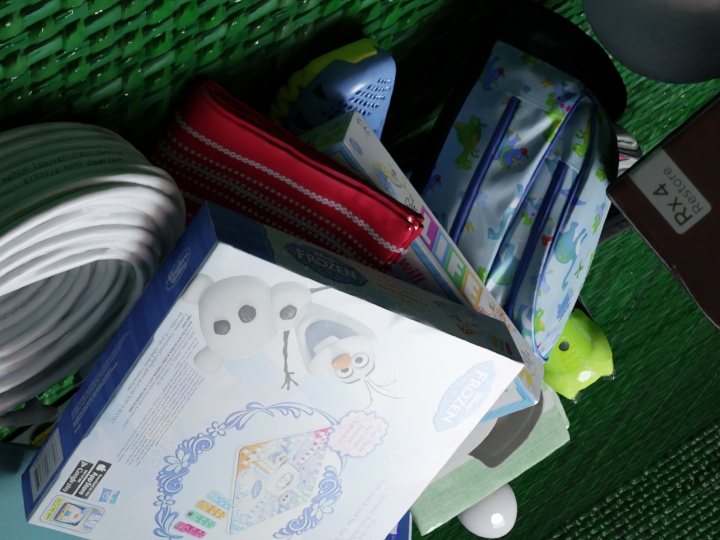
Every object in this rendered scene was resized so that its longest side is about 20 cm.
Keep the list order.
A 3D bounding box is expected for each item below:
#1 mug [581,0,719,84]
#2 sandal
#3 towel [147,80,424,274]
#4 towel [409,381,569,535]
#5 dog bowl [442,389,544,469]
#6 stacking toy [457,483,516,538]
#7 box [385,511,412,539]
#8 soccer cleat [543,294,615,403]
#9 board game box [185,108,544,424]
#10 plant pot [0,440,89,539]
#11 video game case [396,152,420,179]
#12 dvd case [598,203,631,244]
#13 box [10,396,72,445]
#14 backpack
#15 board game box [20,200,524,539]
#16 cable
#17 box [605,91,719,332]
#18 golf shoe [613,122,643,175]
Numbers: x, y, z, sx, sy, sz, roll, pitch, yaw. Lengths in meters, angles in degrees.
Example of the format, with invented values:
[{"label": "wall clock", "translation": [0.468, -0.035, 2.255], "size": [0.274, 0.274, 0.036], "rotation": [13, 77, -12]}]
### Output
[{"label": "mug", "translation": [0.203, -0.208, 0.997], "size": [0.175, 0.148, 0.200], "rotation": [108, 6, -62]}, {"label": "sandal", "translation": [-0.011, -0.050, 1.036], "size": [0.079, 0.087, 0.200], "rotation": [-26, 152, -29]}, {"label": "towel", "translation": [-0.072, -0.001, 0.986], "size": [0.200, 0.145, 0.022], "rotation": [-52, -169, 37]}, {"label": "towel", "translation": [0.060, 0.072, 1.328], "size": [0.152, 0.200, 0.023], "rotation": [-29, -174, -24]}, {"label": "dog bowl", "translation": [0.021, 0.095, 1.199], "size": [0.200, 0.059, 0.200], "rotation": [-15, 148, -10]}, {"label": "stacking toy", "translation": [0.062, 0.125, 1.409], "size": [0.146, 0.200, 0.146], "rotation": [-32, -177, 2]}, {"label": "box", "translation": [-0.024, 0.172, 1.359], "size": [0.064, 0.070, 0.200], "rotation": [-5, 158, 23]}, {"label": "soccer cleat", "translation": [0.118, 0.020, 1.225], "size": [0.067, 0.081, 0.200], "rotation": [-35, -158, 0]}, {"label": "board game box", "translation": [-0.004, 0.017, 1.018], "size": [0.134, 0.200, 0.034], "rotation": [-23, -153, 28]}, {"label": "plant pot", "translation": [-0.255, 0.158, 0.958], "size": [0.141, 0.141, 0.200], "rotation": [-6, 164, 21]}, {"label": "video game case", "translation": [0.000, 0.000, 1.203], "size": [0.200, 0.018, 0.143], "rotation": [-24, 134, -28]}, {"label": "dvd case", "translation": [0.154, -0.019, 1.438], "size": [0.143, 0.018, 0.200], "rotation": [-28, -177, -29]}, {"label": "box", "translation": [-0.202, 0.137, 1.230], "size": [0.200, 0.040, 0.137], "rotation": [-37, 164, -3]}, {"label": "backpack", "translation": [0.088, -0.038, 1.088], "size": [0.200, 0.154, 0.163], "rotation": [-51, 170, -5]}, {"label": "board game box", "translation": [-0.048, 0.080, 0.962], "size": [0.199, 0.043, 0.200], "rotation": [23, 116, -30]}, {"label": "cable", "translation": [-0.179, 0.006, 0.896], "size": [0.200, 0.069, 0.200], "rotation": [-47, 159, 27]}, {"label": "box", "translation": [0.253, -0.033, 1.003], "size": [0.164, 0.166, 0.200], "rotation": [-40, 176, 8]}, {"label": "golf shoe", "translation": [0.124, -0.050, 1.303], "size": [0.200, 0.092, 0.073], "rotation": [-30, 162, -17]}]
